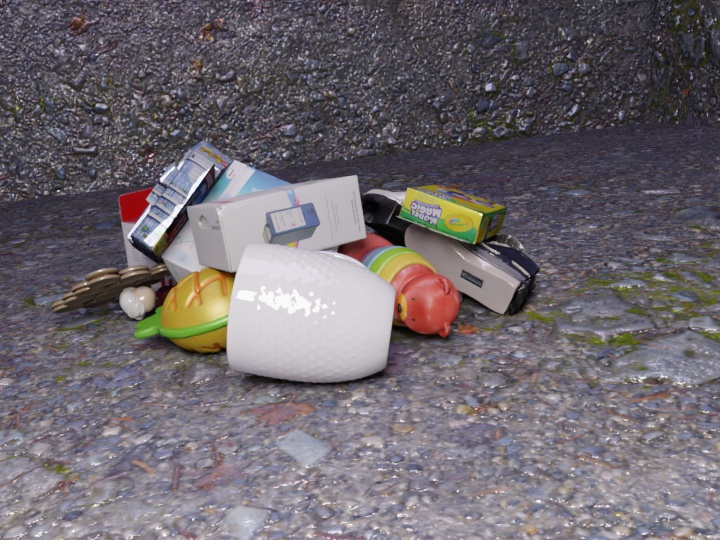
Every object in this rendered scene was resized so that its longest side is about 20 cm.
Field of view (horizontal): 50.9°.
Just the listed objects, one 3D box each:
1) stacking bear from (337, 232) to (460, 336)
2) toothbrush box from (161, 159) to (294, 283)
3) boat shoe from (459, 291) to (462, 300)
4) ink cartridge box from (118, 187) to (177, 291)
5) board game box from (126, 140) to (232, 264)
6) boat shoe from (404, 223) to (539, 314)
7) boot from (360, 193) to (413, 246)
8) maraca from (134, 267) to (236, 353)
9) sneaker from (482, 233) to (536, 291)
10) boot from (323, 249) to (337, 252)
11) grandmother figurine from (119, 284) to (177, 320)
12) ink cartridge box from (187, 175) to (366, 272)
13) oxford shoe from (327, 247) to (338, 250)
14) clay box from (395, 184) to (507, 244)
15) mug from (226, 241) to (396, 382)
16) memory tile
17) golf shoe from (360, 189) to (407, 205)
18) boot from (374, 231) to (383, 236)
[{"bbox_3d":[0.057,0.027,1.009,0.112,0.124,0.199,-2,14,-27],"label":"stacking bear"},{"bbox_3d":[-0.183,-0.049,1.158,0.145,0.086,0.201,24,66,20],"label":"toothbrush box"},{"bbox_3d":[0.120,0.005,1.168,0.067,0.058,0.200,-5,16,6],"label":"boat shoe"},{"bbox_3d":[-0.328,-0.065,1.375,0.083,0.179,0.199,3,17,31],"label":"ink cartridge box"},{"bbox_3d":[-0.270,-0.115,1.138,0.061,0.202,0.200,33,-12,-6],"label":"board game box"},{"bbox_3d":[0.162,-0.015,1.090,0.199,0.075,0.092,36,39,21],"label":"boat shoe"},{"bbox_3d":[0.048,-0.068,1.278,0.163,0.067,0.199,0,-14,39],"label":"boot"},{"bbox_3d":[-0.215,0.055,1.012,0.197,0.109,0.137,-9,17,30],"label":"maraca"},{"bbox_3d":[0.224,-0.017,1.190,0.088,0.077,0.200,30,13,-35],"label":"sneaker"},{"bbox_3d":[0.000,0.000,1.245,0.196,0.074,0.090,-2,0,5],"label":"boot"},{"bbox_3d":[-0.280,0.038,1.200,0.197,0.062,0.121,-8,5,-19],"label":"grandmother figurine"},{"bbox_3d":[-0.113,-0.065,1.007,0.197,0.089,0.145,-14,10,-28],"label":"ink cartridge box"},{"bbox_3d":[-0.071,-0.029,1.287,0.073,0.072,0.199,19,8,24],"label":"oxford shoe"},{"bbox_3d":[0.133,-0.083,1.079,0.113,0.048,0.200,21,14,17],"label":"clay box"},{"bbox_3d":[-0.046,0.039,0.883,0.172,0.150,0.201,9,33,3],"label":"mug"},{"bbox_3d":[-0.388,0.026,1.187,0.152,0.017,0.199,-11,-9,-43],"label":"memory tile"},{"bbox_3d":[0.067,-0.108,1.370,0.197,0.077,0.091,2,11,36],"label":"golf shoe"},{"bbox_3d":[0.144,-0.080,1.469,0.197,0.067,0.164,-3,12,29],"label":"boot"}]
